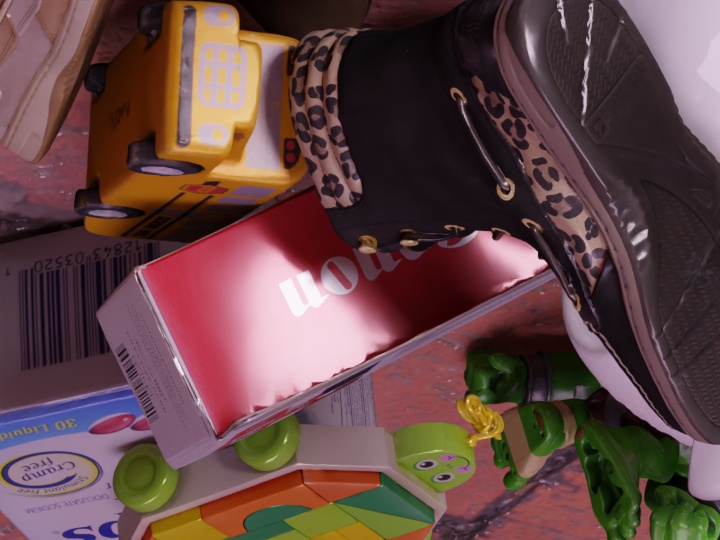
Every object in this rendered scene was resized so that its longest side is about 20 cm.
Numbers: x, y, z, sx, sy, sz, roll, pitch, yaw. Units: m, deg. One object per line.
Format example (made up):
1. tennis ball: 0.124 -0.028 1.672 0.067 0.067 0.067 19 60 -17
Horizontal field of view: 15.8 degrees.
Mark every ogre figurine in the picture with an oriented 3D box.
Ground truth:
1. ogre figurine: 0.152 0.088 1.375 0.119 0.099 0.200 -10 -172 -29

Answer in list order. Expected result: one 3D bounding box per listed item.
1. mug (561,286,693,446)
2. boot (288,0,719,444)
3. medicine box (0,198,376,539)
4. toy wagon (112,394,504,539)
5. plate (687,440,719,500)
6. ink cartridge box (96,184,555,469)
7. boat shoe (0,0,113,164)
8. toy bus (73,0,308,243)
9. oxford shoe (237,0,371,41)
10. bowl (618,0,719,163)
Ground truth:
1. mug: 0.206 0.008 1.246 0.174 0.149 0.200 17 143 -29
2. boot: 0.064 -0.022 1.005 0.150 0.073 0.201 -1 130 48
3. medicine box: -0.101 0.062 1.325 0.181 0.104 0.200 -12 149 11
4. toy wagon: -0.021 0.112 1.284 0.199 0.040 0.155 -20 148 21
5. plate: 0.253 0.016 1.175 0.198 0.032 0.201 -7 121 -20
6. ink cartridge box: 0.000 0.000 1.127 0.199 0.084 0.176 -26 178 -16
7. boat shoe: -0.131 -0.119 1.033 0.069 0.074 0.200 24 139 -5
8. toy bus: -0.072 -0.058 1.089 0.078 0.066 0.200 6 170 -17
9. oxford shoe: -0.036 -0.131 1.018 0.072 0.085 0.200 -13 152 9
10. bowl: 0.175 -0.101 1.009 0.200 0.090 0.202 -30 146 -23
